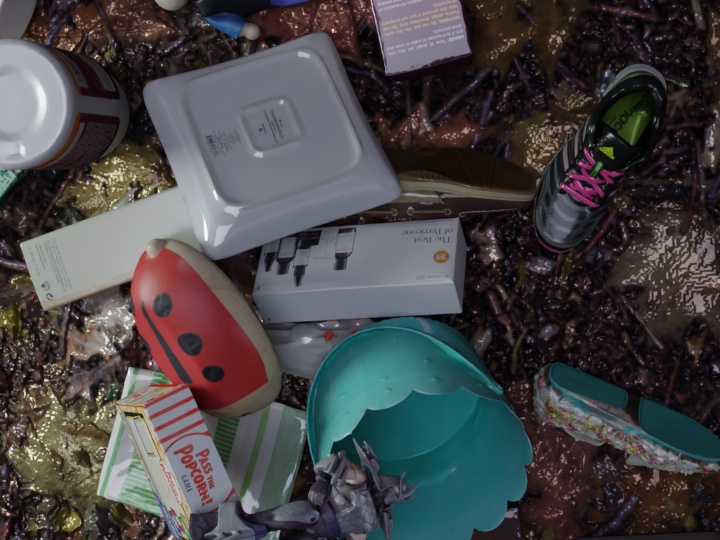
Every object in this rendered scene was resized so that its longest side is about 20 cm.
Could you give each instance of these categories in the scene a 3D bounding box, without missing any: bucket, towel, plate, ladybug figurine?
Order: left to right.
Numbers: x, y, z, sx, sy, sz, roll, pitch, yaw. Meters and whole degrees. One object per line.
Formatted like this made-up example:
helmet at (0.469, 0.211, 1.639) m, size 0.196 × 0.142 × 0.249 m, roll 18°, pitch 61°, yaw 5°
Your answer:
ladybug figurine at (-0.150, 0.060, 1.089) m, size 0.135 × 0.072 × 0.201 m, roll -4°, pitch 124°, yaw 46°
towel at (-0.163, 0.193, 1.220) m, size 0.197 × 0.023 × 0.155 m, roll 16°, pitch 96°, yaw 4°
plate at (-0.084, -0.128, 1.108) m, size 0.198 × 0.032 × 0.201 m, roll -19°, pitch 69°, yaw -13°
bucket at (0.047, 0.152, 1.105) m, size 0.204 × 0.135 × 0.209 m, roll -6°, pitch 122°, yaw -9°

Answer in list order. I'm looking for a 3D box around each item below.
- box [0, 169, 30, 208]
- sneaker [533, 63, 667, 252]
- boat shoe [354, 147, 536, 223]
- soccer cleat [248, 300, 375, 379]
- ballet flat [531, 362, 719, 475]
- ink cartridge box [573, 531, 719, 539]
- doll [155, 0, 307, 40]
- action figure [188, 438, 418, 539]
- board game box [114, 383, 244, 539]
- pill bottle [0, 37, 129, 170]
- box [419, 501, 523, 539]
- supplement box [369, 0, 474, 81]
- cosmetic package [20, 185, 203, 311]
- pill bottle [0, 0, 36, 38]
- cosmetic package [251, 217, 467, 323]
box at (-0.454, -0.077, 1.217) m, size 0.144 × 0.036 × 0.200 m, roll 40°, pitch 99°, yaw 1°
sneaker at (0.228, -0.107, 1.120) m, size 0.073 × 0.087 × 0.201 m, roll 33°, pitch 98°, yaw 2°
boat shoe at (0.071, -0.073, 1.158) m, size 0.197 × 0.073 × 0.073 m, roll 2°, pitch 126°, yaw -3°
soccer cleat at (-0.071, 0.078, 1.180) m, size 0.197 × 0.070 × 0.078 m, roll 2°, pitch 137°, yaw 16°
ballet flat at (0.258, 0.153, 1.161) m, size 0.198 × 0.076 × 0.064 m, roll 26°, pitch 128°, yaw 7°
ink cartridge box at (0.290, 0.369, 1.161) m, size 0.144 × 0.084 × 0.203 m, roll -5°, pitch 94°, yaw 6°
doll at (-0.111, -0.297, 1.155) m, size 0.197 × 0.049 × 0.138 m, roll -12°, pitch 103°, yaw 13°
action figure at (-0.041, 0.219, 1.003) m, size 0.198 × 0.069 × 0.132 m, roll -20°, pitch 114°, yaw -10°
board game box at (-0.170, 0.185, 1.111) m, size 0.046 × 0.200 × 0.153 m, roll -24°, pitch 93°, yaw -19°
pill bottle at (-0.292, -0.152, 1.111) m, size 0.112 × 0.200 × 0.116 m, roll 0°, pitch 95°, yaw 6°
box at (0.122, 0.330, 1.181) m, size 0.099 × 0.075 × 0.203 m, roll -7°, pitch 96°, yaw 7°
supplement box at (0.047, -0.287, 1.109) m, size 0.085 × 0.110 × 0.203 m, roll -12°, pitch 94°, yaw 7°
cosmetic package at (-0.219, -0.030, 1.165) m, size 0.198 × 0.104 × 0.074 m, roll -18°, pitch 95°, yaw 8°
pill bottle at (-0.423, -0.295, 1.156) m, size 0.198 × 0.112 × 0.113 m, roll 24°, pitch 97°, yaw 2°
cosmetic package at (0.000, 0.000, 1.137) m, size 0.197 × 0.051 × 0.083 m, roll -4°, pitch 52°, yaw 14°
